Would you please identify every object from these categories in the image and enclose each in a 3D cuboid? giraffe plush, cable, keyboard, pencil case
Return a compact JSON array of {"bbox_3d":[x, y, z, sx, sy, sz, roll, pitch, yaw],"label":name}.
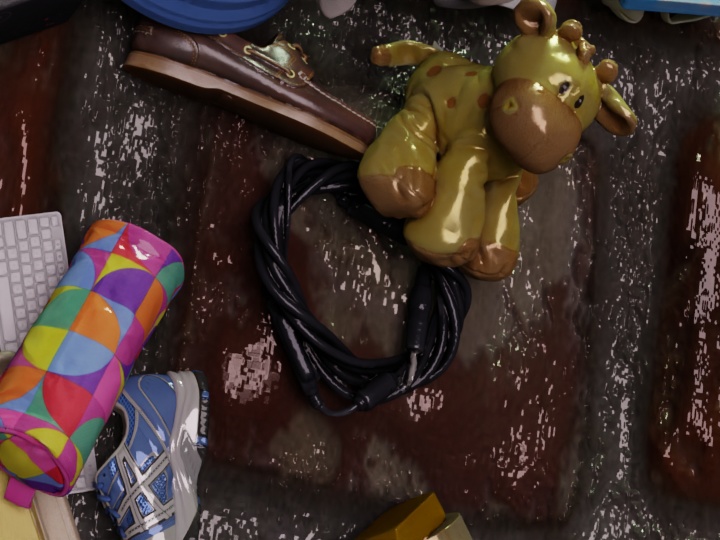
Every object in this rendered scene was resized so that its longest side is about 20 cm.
[{"bbox_3d":[0.111,-0.110,1.388,0.172,0.162,0.201,21,60,-43],"label":"giraffe plush"},{"bbox_3d":[0.000,0.000,1.411,0.162,0.051,0.201,-23,91,-23],"label":"cable"},{"bbox_3d":[-0.227,0.060,1.334,0.056,0.011,0.201,-7,85,-22],"label":"keyboard"},{"bbox_3d":[-0.194,0.060,1.289,0.088,0.088,0.201,36,57,-13],"label":"pencil case"}]

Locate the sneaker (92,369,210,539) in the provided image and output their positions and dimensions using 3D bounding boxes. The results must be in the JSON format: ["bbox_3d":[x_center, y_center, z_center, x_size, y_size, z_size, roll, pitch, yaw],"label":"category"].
[{"bbox_3d":[-0.151,0.169,1.322,0.077,0.076,0.201,5,73,-10],"label":"sneaker"}]

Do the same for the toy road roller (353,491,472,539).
[{"bbox_3d":[0.002,0.260,1.354,0.123,0.145,0.200,64,30,-2],"label":"toy road roller"}]

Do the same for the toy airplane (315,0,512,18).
[{"bbox_3d":[0.048,-0.246,1.347,0.141,0.198,0.201,49,44,-41],"label":"toy airplane"}]

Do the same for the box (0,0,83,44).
[{"bbox_3d":[-0.293,-0.203,1.284,0.199,0.122,0.107,-24,91,-22],"label":"box"}]

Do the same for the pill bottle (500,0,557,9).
[{"bbox_3d":[0.136,-0.302,1.439,0.111,0.112,0.201,11,102,-20],"label":"pill bottle"}]

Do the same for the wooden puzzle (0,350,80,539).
[{"bbox_3d":[-0.289,0.173,1.275,0.184,0.037,0.201,-17,89,-21],"label":"wooden puzzle"}]

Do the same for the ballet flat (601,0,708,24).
[{"bbox_3d":[0.242,-0.236,1.539,0.199,0.067,0.067,-4,113,-23],"label":"ballet flat"}]

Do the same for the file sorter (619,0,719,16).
[{"bbox_3d":[0.262,-0.315,1.479,0.138,0.123,0.201,2,52,-22],"label":"file sorter"}]

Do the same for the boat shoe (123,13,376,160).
[{"bbox_3d":[-0.073,-0.145,1.391,0.199,0.070,0.071,23,79,-17],"label":"boat shoe"}]

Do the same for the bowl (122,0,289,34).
[{"bbox_3d":[-0.124,-0.269,1.372,0.200,0.039,0.202,14,58,-23],"label":"bowl"}]
